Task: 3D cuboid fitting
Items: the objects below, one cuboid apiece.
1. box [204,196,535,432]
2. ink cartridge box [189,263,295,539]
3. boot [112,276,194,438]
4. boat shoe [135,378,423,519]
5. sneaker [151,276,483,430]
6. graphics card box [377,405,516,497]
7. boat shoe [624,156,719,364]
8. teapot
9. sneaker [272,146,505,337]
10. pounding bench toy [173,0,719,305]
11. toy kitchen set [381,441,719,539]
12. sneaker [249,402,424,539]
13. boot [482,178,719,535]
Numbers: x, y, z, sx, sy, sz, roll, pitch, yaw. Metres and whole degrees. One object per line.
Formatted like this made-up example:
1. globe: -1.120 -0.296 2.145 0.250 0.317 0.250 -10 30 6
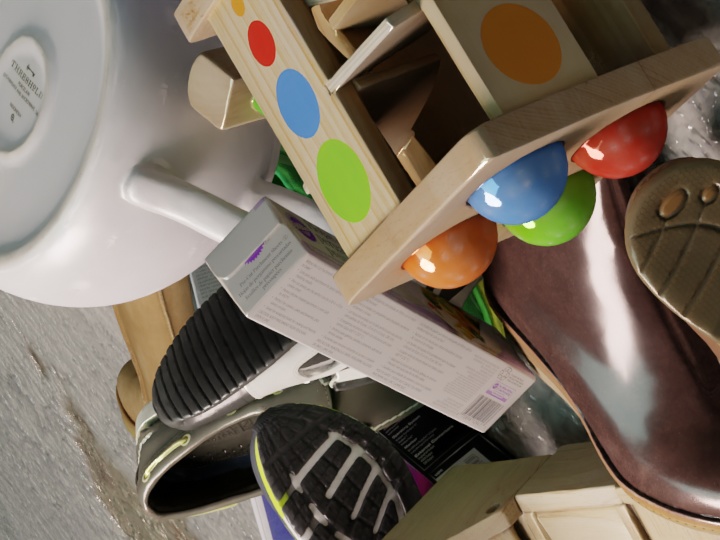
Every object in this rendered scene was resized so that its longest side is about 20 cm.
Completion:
1. box: 0.010 0.023 0.943 0.200 0.041 0.039 28 -161 -52
2. ink cartridge box: -0.076 0.031 1.299 0.201 0.043 0.197 -107 3 -47
3. boot: -0.138 0.035 1.425 0.175 0.066 0.201 40 151 52
4. boat shoe: -0.035 0.084 1.169 0.072 0.201 0.060 54 -156 -37
5. sneaker: -0.005 0.027 1.020 0.089 0.200 0.074 50 -171 -38
6. graphics card box: 0.043 0.131 1.239 0.200 0.051 0.126 37 151 31
7. boat shoe: 0.182 0.032 0.839 0.200 0.072 0.068 47 -170 -4
8. teapot: -0.102 -0.068 1.019 0.197 0.145 0.201 -26 61 45
9. sneaker: 0.000 0.000 1.099 0.200 0.083 0.074 49 156 9
10. pounding bench toy: 0.020 -0.066 0.845 0.157 0.124 0.200 60 145 11
11. toy kitchen set: 0.102 0.200 1.019 0.199 0.180 0.164 -14 111 49
12. sneaker: 0.004 0.146 1.141 0.200 0.074 0.081 50 158 -23
13. boot: 0.115 0.015 0.916 0.200 0.072 0.167 35 153 44
